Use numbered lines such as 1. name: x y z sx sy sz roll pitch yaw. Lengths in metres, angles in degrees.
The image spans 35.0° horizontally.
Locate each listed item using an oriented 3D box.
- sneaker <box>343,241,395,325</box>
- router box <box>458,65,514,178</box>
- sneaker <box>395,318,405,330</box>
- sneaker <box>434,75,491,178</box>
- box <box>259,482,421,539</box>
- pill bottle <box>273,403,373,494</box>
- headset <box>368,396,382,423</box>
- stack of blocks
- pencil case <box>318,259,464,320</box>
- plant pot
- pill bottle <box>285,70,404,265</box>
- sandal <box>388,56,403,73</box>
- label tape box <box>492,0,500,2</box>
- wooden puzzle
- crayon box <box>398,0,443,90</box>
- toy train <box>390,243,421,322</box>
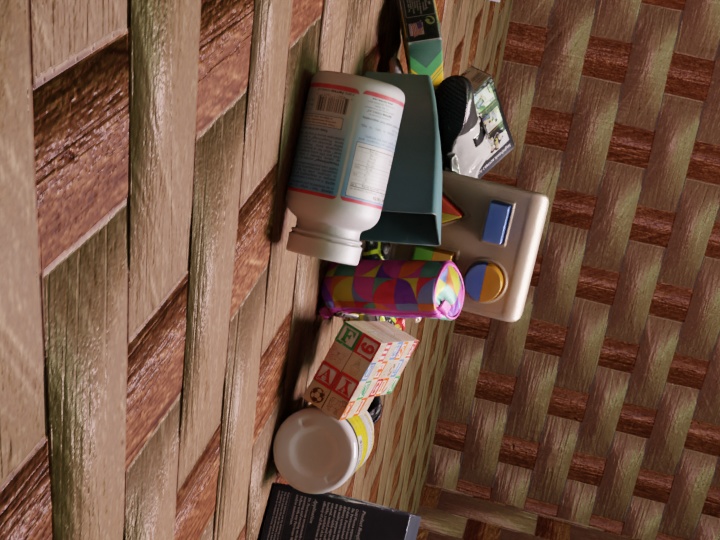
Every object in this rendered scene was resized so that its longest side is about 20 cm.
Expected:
1. sneaker: 0.000 0.000 1.669 0.075 0.076 0.201 -6 95 -58
2. router box: 0.128 -0.181 1.691 0.200 0.051 0.149 -41 136 -13
3. sneaker: 0.031 0.093 1.903 0.077 0.085 0.200 89 17 -53
4. sneaker: 0.145 -0.194 1.608 0.088 0.074 0.200 -24 140 -27
5. box: -0.027 0.383 1.622 0.200 0.196 0.124 62 42 -76
6. pill bottle: -0.044 0.234 1.576 0.200 0.114 0.115 1 102 -80
7. headset: 0.021 0.213 1.976 0.200 0.094 0.124 -73 171 -55
8. stack of blocks: 0.005 0.131 1.540 0.115 0.058 0.200 -62 164 7
9. pencil case: 0.041 0.029 1.558 0.088 0.199 0.089 6 83 -55
10. plant pot: 0.043 -0.152 1.513 0.141 0.141 0.201 69 27 -73
11. pill bottle: -0.022 -0.112 1.266 0.109 0.108 0.201 -1 104 -80
12. sandal: 0.050 -0.226 1.703 0.079 0.059 0.207 -92 168 -48
13. label tape box: 0.137 -0.473 1.596 0.200 0.143 0.066 83 22 -64
14. wooden puzzle: 0.145 -0.035 1.584 0.046 0.199 0.186 -48 151 -78
15. crayon box: 0.087 -0.334 1.652 0.200 0.051 0.127 77 5 -70
16. toy train: 0.111 -0.016 1.675 0.056 0.199 0.151 141 -73 -78
